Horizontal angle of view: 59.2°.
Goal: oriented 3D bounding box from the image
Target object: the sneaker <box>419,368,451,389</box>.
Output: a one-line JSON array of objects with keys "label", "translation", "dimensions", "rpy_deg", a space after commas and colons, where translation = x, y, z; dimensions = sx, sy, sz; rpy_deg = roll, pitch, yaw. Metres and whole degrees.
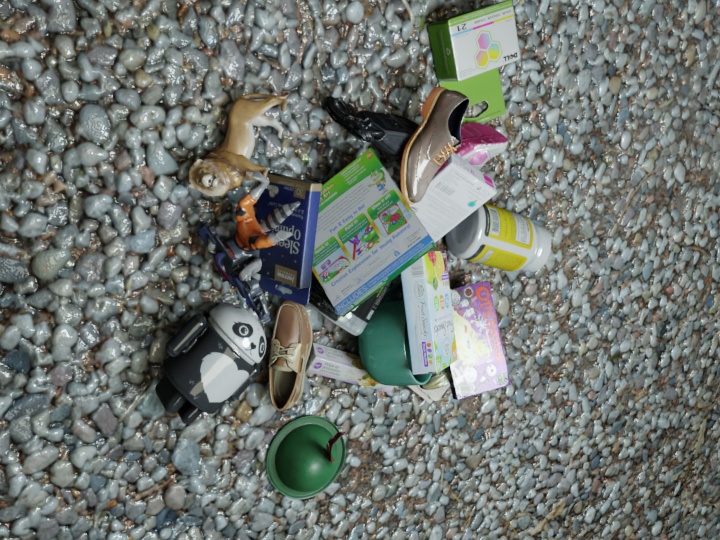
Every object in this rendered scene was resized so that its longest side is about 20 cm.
[{"label": "sneaker", "translation": [0.172, 0.145, 1.257], "dimensions": [0.089, 0.076, 0.201], "rpy_deg": [47, 73, -16]}]

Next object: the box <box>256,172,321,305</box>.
[{"label": "box", "translation": [-0.127, -0.052, 1.056], "dimensions": [0.032, 0.119, 0.207], "rpy_deg": [-10, 111, -52]}]

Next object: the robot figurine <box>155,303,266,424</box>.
[{"label": "robot figurine", "translation": [-0.243, 0.152, 1.046], "dimensions": [0.124, 0.150, 0.200], "rpy_deg": [42, 83, 7]}]

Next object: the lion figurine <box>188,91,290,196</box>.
[{"label": "lion figurine", "translation": [-0.192, -0.209, 1.014], "dimensions": [0.119, 0.073, 0.206], "rpy_deg": [17, 81, -2]}]

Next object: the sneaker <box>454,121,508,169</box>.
[{"label": "sneaker", "translation": [0.193, -0.213, 1.197], "dimensions": [0.195, 0.082, 0.090], "rpy_deg": [-21, 139, -22]}]

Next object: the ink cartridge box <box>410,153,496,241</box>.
[{"label": "ink cartridge box", "translation": [0.139, -0.122, 1.170], "dimensions": [0.117, 0.043, 0.199], "rpy_deg": [25, 131, -29]}]

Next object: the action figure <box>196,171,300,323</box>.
[{"label": "action figure", "translation": [-0.166, -0.027, 1.019], "dimensions": [0.103, 0.193, 0.203], "rpy_deg": [-23, 76, -47]}]

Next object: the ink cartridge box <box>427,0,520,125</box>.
[{"label": "ink cartridge box", "translation": [0.219, -0.369, 1.167], "dimensions": [0.144, 0.075, 0.206], "rpy_deg": [-23, 111, -19]}]

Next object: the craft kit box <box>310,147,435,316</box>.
[{"label": "craft kit box", "translation": [-0.006, -0.064, 1.058], "dimensions": [0.198, 0.048, 0.200], "rpy_deg": [-35, 75, 6]}]

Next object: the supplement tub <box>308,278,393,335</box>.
[{"label": "supplement tub", "translation": [0.000, 0.000, 1.130], "dimensions": [0.121, 0.122, 0.203], "rpy_deg": [34, 88, -29]}]

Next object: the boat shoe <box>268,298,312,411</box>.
[{"label": "boat shoe", "translation": [-0.127, 0.153, 1.123], "dimensions": [0.073, 0.072, 0.207], "rpy_deg": [4, 104, 9]}]

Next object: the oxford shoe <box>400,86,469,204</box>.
[{"label": "oxford shoe", "translation": [0.125, -0.207, 1.069], "dimensions": [0.070, 0.072, 0.206], "rpy_deg": [10, 100, -51]}]

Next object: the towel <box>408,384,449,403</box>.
[{"label": "towel", "translation": [0.165, 0.166, 1.308], "dimensions": [0.132, 0.034, 0.203], "rpy_deg": [37, 85, -30]}]

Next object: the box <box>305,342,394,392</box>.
[{"label": "box", "translation": [-0.015, 0.188, 1.214], "dimensions": [0.196, 0.042, 0.039], "rpy_deg": [21, 120, -29]}]

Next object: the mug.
[{"label": "mug", "translation": [0.068, 0.127, 1.197], "dimensions": [0.155, 0.111, 0.186], "rpy_deg": [68, 31, -26]}]

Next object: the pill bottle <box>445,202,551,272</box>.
[{"label": "pill bottle", "translation": [0.276, -0.063, 1.257], "dimensions": [0.195, 0.114, 0.118], "rpy_deg": [13, 98, -28]}]

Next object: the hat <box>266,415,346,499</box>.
[{"label": "hat", "translation": [-0.076, 0.377, 1.161], "dimensions": [0.164, 0.175, 0.203], "rpy_deg": [-37, 117, -12]}]

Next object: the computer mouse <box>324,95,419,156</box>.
[{"label": "computer mouse", "translation": [0.034, -0.237, 1.100], "dimensions": [0.196, 0.139, 0.054], "rpy_deg": [1, 127, -39]}]

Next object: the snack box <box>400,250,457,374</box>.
[{"label": "snack box", "translation": [0.124, 0.070, 1.133], "dimensions": [0.141, 0.051, 0.207], "rpy_deg": [-4, 88, -65]}]

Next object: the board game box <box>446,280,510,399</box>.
[{"label": "board game box", "translation": [0.213, 0.133, 1.222], "dimensions": [0.116, 0.032, 0.207], "rpy_deg": [-11, 87, -18]}]
